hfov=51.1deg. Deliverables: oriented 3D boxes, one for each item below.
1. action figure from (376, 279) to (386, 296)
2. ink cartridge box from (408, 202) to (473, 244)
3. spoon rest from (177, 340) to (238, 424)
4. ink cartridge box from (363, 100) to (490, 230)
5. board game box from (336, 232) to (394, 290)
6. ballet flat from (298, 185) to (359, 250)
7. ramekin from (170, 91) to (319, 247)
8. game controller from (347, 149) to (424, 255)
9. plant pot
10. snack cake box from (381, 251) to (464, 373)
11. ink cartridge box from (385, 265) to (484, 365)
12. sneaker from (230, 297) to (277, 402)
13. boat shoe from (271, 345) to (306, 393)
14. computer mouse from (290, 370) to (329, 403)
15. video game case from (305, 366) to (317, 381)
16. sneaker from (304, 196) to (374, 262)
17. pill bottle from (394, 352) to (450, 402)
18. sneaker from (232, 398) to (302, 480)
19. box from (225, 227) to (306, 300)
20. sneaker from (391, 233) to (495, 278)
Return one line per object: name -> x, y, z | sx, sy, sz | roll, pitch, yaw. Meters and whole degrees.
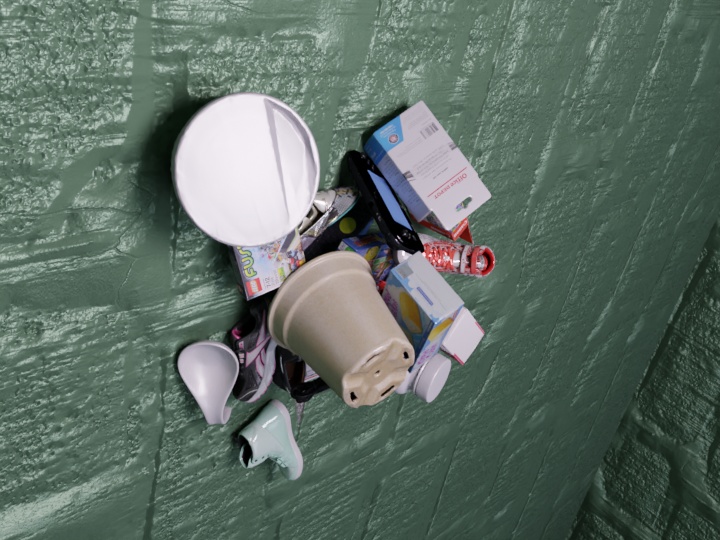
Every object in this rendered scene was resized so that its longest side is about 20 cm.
action figure -> 0.053, 0.039, 1.390 | 0.201, 0.051, 0.066 | -54, 167, -12
ink cartridge box -> 0.142, -0.111, 1.412 | 0.050, 0.108, 0.201 | -49, 145, -16
spoon rest -> -0.246, 0.191, 1.251 | 0.098, 0.061, 0.202 | -3, 132, -2
ink cartridge box -> 0.112, -0.166, 1.262 | 0.115, 0.201, 0.067 | -36, 179, -22
board game box -> 0.000, 0.000, 1.324 | 0.199, 0.034, 0.136 | -14, 137, -61
ballet flat -> -0.083, -0.085, 1.222 | 0.200, 0.072, 0.072 | -45, 144, -14
ramekin -> -0.162, -0.136, 1.012 | 0.200, 0.094, 0.205 | -6, 103, -27
game controller -> 0.042, -0.111, 1.237 | 0.042, 0.201, 0.104 | -41, 150, 28
plant pot -> -0.017, 0.104, 1.179 | 0.199, 0.184, 0.202 | -25, 140, -23
snack cake box -> 0.090, 0.073, 1.252 | 0.067, 0.115, 0.201 | -32, 159, -24
ink cartridge box -> 0.127, 0.083, 1.468 | 0.083, 0.199, 0.146 | -54, 149, -5
sneaker -> -0.188, 0.127, 1.282 | 0.086, 0.080, 0.202 | 11, 107, -33
boat shoe -> -0.118, 0.133, 1.358 | 0.071, 0.067, 0.202 | -15, 128, -39
computer mouse -> -0.064, 0.144, 1.340 | 0.109, 0.201, 0.044 | -31, 114, 22
video game case -> -0.055, 0.117, 1.457 | 0.142, 0.017, 0.202 | -15, 129, -41
sneaker -> -0.040, -0.042, 1.312 | 0.201, 0.066, 0.078 | -52, 158, -3
pill bottle -> 0.067, 0.165, 1.443 | 0.120, 0.199, 0.121 | -45, 151, -34
sneaker -> -0.182, 0.355, 1.456 | 0.118, 0.073, 0.202 | -36, 132, -33
box -> -0.151, -0.067, 1.124 | 0.109, 0.035, 0.202 | -25, 120, -23
sneaker -> 0.157, -0.027, 1.354 | 0.200, 0.107, 0.068 | 8, 89, -44
